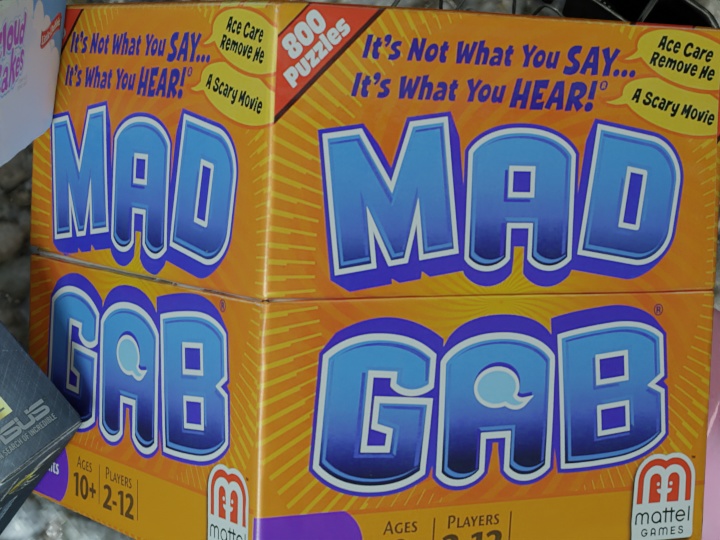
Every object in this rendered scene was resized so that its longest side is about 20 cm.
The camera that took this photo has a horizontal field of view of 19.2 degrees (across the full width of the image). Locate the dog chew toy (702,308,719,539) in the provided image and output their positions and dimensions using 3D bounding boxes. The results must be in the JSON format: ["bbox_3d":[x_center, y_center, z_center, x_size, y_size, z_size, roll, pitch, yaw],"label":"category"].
[{"bbox_3d":[0.144,0.067,0.952,0.199,0.125,0.125,19,77,8],"label":"dog chew toy"}]

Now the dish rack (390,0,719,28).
[{"bbox_3d":[0.056,-0.073,1.001,0.153,0.055,0.200,35,78,3],"label":"dish rack"}]

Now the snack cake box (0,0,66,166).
[{"bbox_3d":[-0.221,-0.088,0.792,0.199,0.115,0.067,10,106,4],"label":"snack cake box"}]

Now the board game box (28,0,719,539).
[{"bbox_3d":[0.000,0.000,0.838,0.199,0.200,0.201,0,95,-32],"label":"board game box"}]

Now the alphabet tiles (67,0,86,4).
[{"bbox_3d":[-0.108,-0.214,0.943,0.008,0.200,0.168,22,76,16],"label":"alphabet tiles"}]

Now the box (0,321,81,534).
[{"bbox_3d":[-0.207,0.053,0.876,0.158,0.200,0.051,47,53,5],"label":"box"}]
